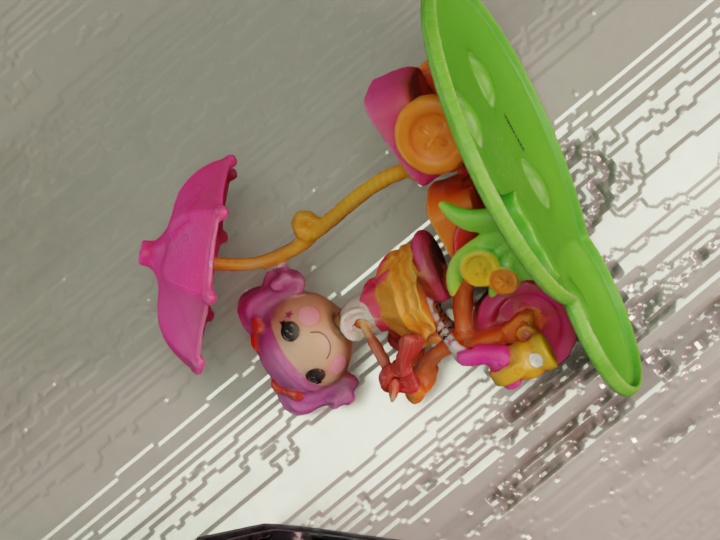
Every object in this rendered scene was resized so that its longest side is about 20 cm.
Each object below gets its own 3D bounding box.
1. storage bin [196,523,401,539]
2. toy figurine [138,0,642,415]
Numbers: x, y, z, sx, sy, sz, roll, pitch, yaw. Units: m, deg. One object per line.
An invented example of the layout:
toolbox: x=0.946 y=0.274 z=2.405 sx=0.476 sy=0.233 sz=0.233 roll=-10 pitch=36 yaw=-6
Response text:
storage bin: x=0.007 y=0.160 z=0.940 sx=0.134 sy=0.200 sz=0.095 roll=7 pitch=87 yaw=7
toy figurine: x=0.000 y=0.000 z=1.010 sx=0.183 sy=0.150 sz=0.201 roll=-24 pitch=108 yaw=18
